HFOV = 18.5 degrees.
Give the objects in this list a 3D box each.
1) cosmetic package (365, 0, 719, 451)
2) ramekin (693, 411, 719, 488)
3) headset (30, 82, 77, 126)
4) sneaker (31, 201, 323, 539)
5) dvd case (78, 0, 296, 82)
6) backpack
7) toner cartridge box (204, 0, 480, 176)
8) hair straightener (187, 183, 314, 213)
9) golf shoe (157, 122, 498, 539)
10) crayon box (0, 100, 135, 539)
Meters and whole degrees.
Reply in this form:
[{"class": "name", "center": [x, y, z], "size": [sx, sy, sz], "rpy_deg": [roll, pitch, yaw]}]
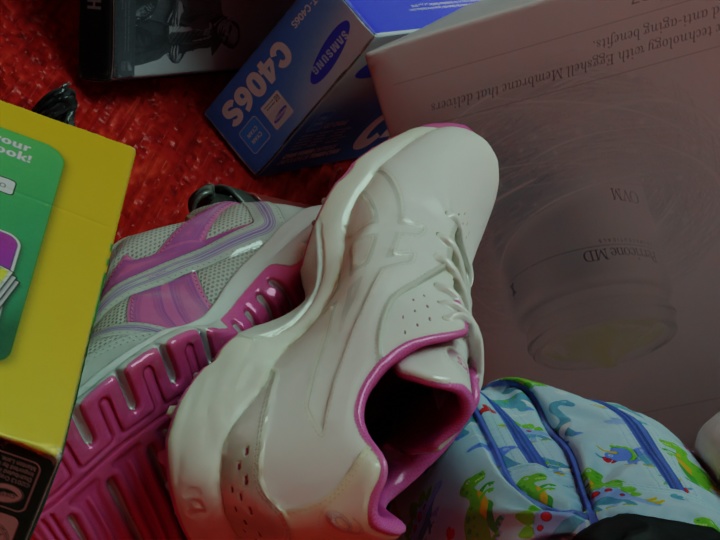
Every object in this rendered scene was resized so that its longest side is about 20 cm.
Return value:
[{"class": "cosmetic package", "center": [0.136, -0.032, 0.942], "size": [0.123, 0.198, 0.202], "rpy_deg": [-34, 107, -61]}, {"class": "ramekin", "center": [0.197, 0.112, 0.761], "size": [0.202, 0.097, 0.200], "rpy_deg": [61, 0, 0]}, {"class": "headset", "center": [-0.179, -0.127, 0.842], "size": [0.123, 0.094, 0.201], "rpy_deg": [-30, 94, -49]}, {"class": "sneaker", "center": [-0.071, 0.036, 0.796], "size": [0.088, 0.082, 0.200], "rpy_deg": [8, 29, 32]}, {"class": "dvd case", "center": [-0.062, -0.168, 1.033], "size": [0.025, 0.152, 0.199], "rpy_deg": [8, 11, 29]}, {"class": "backpack", "center": [0.063, 0.115, 0.768], "size": [0.152, 0.164, 0.200], "rpy_deg": [17, 22, 1]}, {"class": "toner cartridge box", "center": [0.017, -0.102, 1.075], "size": [0.043, 0.095, 0.199], "rpy_deg": [49, 29, 15]}, {"class": "hair straightener", "center": [0.000, 0.000, 0.962], "size": [0.199, 0.041, 0.077], "rpy_deg": [18, 36, -48]}, {"class": "golf shoe", "center": [0.014, 0.024, 0.762], "size": [0.201, 0.091, 0.076], "rpy_deg": [-57, 138, -36]}, {"class": "crayon box", "center": [-0.180, -0.008, 0.683], "size": [0.198, 0.059, 0.173], "rpy_deg": [20, 31, -10]}]
